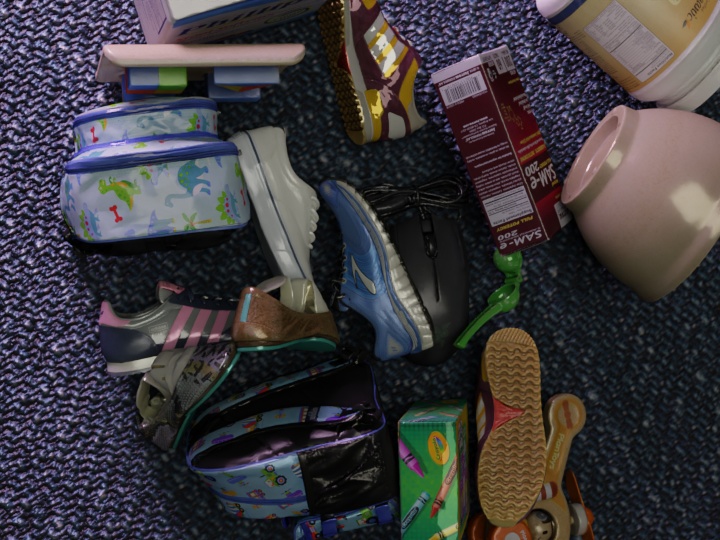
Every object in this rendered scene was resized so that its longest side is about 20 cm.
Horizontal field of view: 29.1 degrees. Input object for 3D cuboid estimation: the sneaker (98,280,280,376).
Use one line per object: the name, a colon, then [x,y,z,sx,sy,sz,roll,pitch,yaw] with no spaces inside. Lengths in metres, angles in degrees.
sneaker: [-0.167,0.044,1.400,0.198,0.070,0.083,-16,96,-15]

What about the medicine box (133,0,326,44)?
medicine box: [-0.124,-0.291,1.344,0.180,0.200,0.104,-18,94,-13]

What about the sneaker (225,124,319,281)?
sneaker: [-0.072,-0.054,1.422,0.070,0.073,0.202,-21,95,-11]

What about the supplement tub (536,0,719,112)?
supplement tub: [0.301,-0.272,1.476,0.199,0.144,0.145,39,82,-11]

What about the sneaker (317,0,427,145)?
sneaker: [0.015,-0.236,1.450,0.089,0.075,0.203,-13,99,-21]

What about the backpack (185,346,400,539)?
backpack: [-0.067,0.183,1.373,0.198,0.183,0.136,-15,111,-1]

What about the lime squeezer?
lime squeezer: [0.142,-0.001,1.485,0.070,0.038,0.202,20,69,-19]

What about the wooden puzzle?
wooden puzzle: [-0.158,-0.187,1.337,0.183,0.200,0.047,-3,94,-13]

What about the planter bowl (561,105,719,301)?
planter bowl: [0.295,-0.088,1.449,0.134,0.200,0.202,30,83,-8]

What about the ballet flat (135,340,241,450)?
ballet flat: [-0.178,0.114,1.342,0.071,0.201,0.073,12,57,-19]

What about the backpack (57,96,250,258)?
backpack: [-0.199,-0.089,1.322,0.181,0.200,0.149,-9,97,-13]

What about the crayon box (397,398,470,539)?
crayon box: [0.076,0.198,1.390,0.057,0.200,0.120,-1,90,8]

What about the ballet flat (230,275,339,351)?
ballet flat: [-0.070,0.042,1.343,0.067,0.200,0.073,-3,86,23]

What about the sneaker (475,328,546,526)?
sneaker: [0.155,0.166,1.447,0.074,0.090,0.203,5,78,1]

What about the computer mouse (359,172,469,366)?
computer mouse: [0.067,0.002,1.466,0.137,0.053,0.203,-9,92,-14]

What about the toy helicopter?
toy helicopter: [0.205,0.233,1.489,0.131,0.079,0.202,20,82,-14]

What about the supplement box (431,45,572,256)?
supplement box: [0.150,-0.127,1.452,0.060,0.109,0.202,-19,96,26]

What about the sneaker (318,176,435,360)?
sneaker: [0.000,0.000,1.407,0.088,0.079,0.202,-25,88,4]
